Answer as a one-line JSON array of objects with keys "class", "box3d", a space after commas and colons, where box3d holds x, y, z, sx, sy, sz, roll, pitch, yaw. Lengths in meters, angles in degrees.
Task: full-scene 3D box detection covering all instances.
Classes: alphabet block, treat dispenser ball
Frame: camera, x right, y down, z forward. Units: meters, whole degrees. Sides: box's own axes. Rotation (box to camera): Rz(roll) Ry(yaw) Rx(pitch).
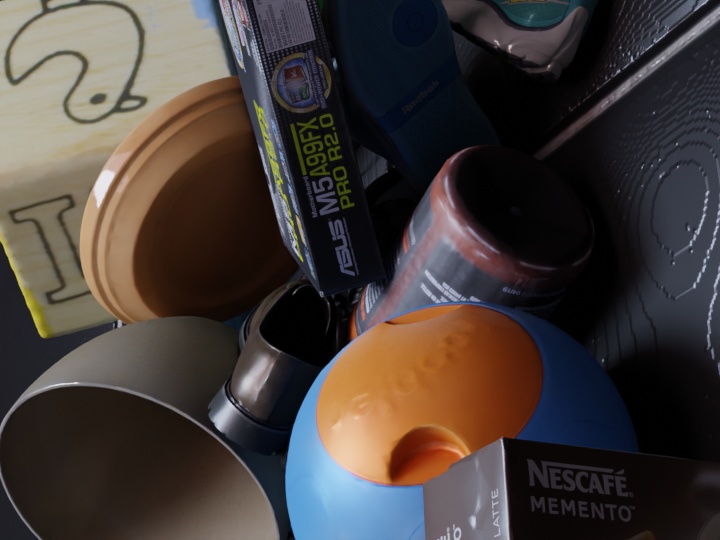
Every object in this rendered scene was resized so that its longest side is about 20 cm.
[{"class": "alphabet block", "box3d": [-0.182, -0.094, 1.717, 0.197, 0.200, 0.196, 77, 176, -48]}, {"class": "treat dispenser ball", "box3d": [0.058, 0.118, 1.266, 0.201, 0.200, 0.201, -28, 57, 57]}]

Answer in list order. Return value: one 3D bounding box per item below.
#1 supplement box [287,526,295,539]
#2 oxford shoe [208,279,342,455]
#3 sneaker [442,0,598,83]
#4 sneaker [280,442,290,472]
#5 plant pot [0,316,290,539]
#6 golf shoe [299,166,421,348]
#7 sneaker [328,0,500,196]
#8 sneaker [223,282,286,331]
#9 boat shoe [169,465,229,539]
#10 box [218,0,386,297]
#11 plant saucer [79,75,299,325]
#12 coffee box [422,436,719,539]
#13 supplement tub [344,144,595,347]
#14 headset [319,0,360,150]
[{"class": "supplement box", "box3d": [-0.035, 0.165, 1.567, 0.200, 0.073, 0.126, -60, 34, 34]}, {"class": "oxford shoe", "box3d": [-0.036, 0.043, 1.434, 0.085, 0.073, 0.200, -60, 6, 20]}, {"class": "sneaker", "box3d": [0.092, -0.182, 1.458, 0.080, 0.077, 0.200, -57, 36, 4]}, {"class": "sneaker", "box3d": [0.010, 0.175, 1.398, 0.200, 0.090, 0.078, 62, 152, -8]}, {"class": "plant pot", "box3d": [-0.122, 0.108, 1.502, 0.200, 0.200, 0.135, -50, 7, 45]}, {"class": "golf shoe", "box3d": [0.000, 0.000, 1.573, 0.200, 0.078, 0.095, -46, 23, 49]}, {"class": "sneaker", "box3d": [0.008, -0.135, 1.446, 0.131, 0.079, 0.200, 40, 160, 52]}, {"class": "sneaker", "box3d": [-0.104, 0.044, 1.684, 0.131, 0.079, 0.200, -162, 60, -65]}, {"class": "boat shoe", "box3d": [-0.117, 0.209, 1.570, 0.067, 0.057, 0.200, -43, 47, 53]}, {"class": "box", "box3d": [-0.041, -0.098, 1.405, 0.160, 0.044, 0.200, -131, 26, -73]}, {"class": "plant saucer", "box3d": [-0.096, -0.037, 1.535, 0.037, 0.200, 0.200, 42, 120, 39]}, {"class": "coffee box", "box3d": [0.136, 0.155, 1.105, 0.080, 0.200, 0.115, -35, 51, 54]}, {"class": "supplement tub", "box3d": [0.056, 0.023, 1.398, 0.200, 0.107, 0.107, -57, 35, 41]}, {"class": "headset", "box3d": [-0.030, -0.125, 1.624, 0.123, 0.094, 0.200, -149, 54, -61]}]
